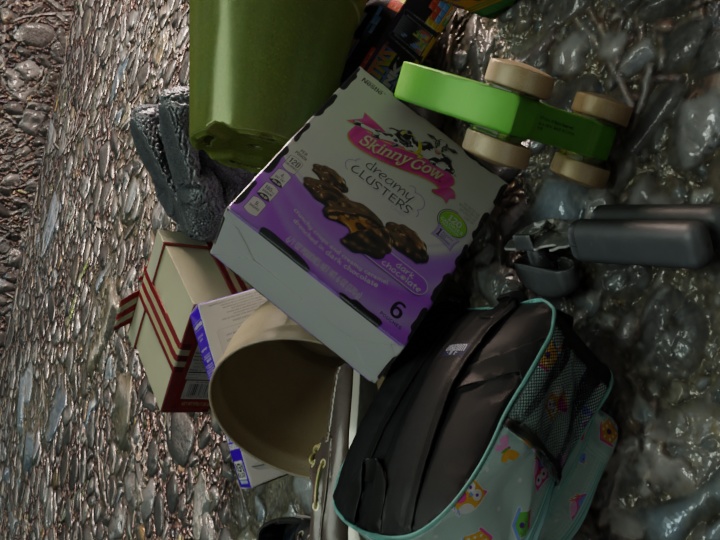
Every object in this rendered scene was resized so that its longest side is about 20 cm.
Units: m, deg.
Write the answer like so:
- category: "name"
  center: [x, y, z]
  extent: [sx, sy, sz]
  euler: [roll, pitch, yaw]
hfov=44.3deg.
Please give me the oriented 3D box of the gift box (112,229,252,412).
- category: "gift box"
  center: [-0.200, 0.070, 1.136]
  extent: [0.203, 0.181, 0.188]
  euler: [-62, 39, 23]

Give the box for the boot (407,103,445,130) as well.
- category: "boot"
  center: [0.052, -0.106, 0.875]
  extent: [0.199, 0.069, 0.149]
  euler: [35, 107, 50]

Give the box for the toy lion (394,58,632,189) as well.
- category: "toy lion"
  center: [0.097, -0.128, 0.691]
  extent: [0.190, 0.198, 0.070]
  euler: [27, 106, 38]

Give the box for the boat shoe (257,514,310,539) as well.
- category: "boat shoe"
  center: [-0.052, 0.297, 0.952]
  extent: [0.198, 0.065, 0.072]
  euler: [-4, 80, 58]

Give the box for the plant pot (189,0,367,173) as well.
- category: "plant pot"
  center: [-0.087, -0.200, 0.826]
  extent: [0.199, 0.197, 0.195]
  euler: [-12, 68, 56]

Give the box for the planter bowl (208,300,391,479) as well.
- category: "planter bowl"
  center: [-0.038, 0.093, 0.886]
  extent: [0.201, 0.198, 0.136]
  euler: [-51, 16, 40]

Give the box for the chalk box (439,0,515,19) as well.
- category: "chalk box"
  center: [0.125, -0.329, 0.746]
  extent: [0.199, 0.122, 0.127]
  euler: [-27, 61, 54]

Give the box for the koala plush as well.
- category: "koala plush"
  center: [-0.159, -0.152, 1.123]
  extent: [0.176, 0.197, 0.188]
  euler: [-1, 111, 57]

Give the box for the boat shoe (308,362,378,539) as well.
- category: "boat shoe"
  center: [-0.015, 0.175, 0.734]
  extent: [0.058, 0.072, 0.205]
  euler: [-6, 76, 21]

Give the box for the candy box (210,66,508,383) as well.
- category: "candy box"
  center: [0.004, -0.044, 0.720]
  extent: [0.201, 0.166, 0.072]
  euler: [-53, -1, -36]

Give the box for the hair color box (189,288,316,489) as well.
- category: "hair color box"
  center: [-0.107, 0.125, 0.980]
  extent: [0.065, 0.107, 0.204]
  euler: [-36, 71, 65]

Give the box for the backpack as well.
- category: "backpack"
  center: [0.081, 0.136, 0.656]
  extent: [0.201, 0.154, 0.174]
  euler: [-50, 24, -25]

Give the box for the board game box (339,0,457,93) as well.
- category: "board game box"
  center: [-0.001, -0.243, 0.937]
  extent: [0.167, 0.056, 0.200]
  euler: [-55, 31, 9]

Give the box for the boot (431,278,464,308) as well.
- category: "boot"
  center: [0.000, 0.000, 0.809]
  extent: [0.075, 0.197, 0.076]
  euler: [-61, 31, 13]

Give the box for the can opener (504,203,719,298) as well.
- category: "can opener"
  center: [0.187, -0.012, 0.663]
  extent: [0.198, 0.053, 0.068]
  euler: [7, 121, 58]
